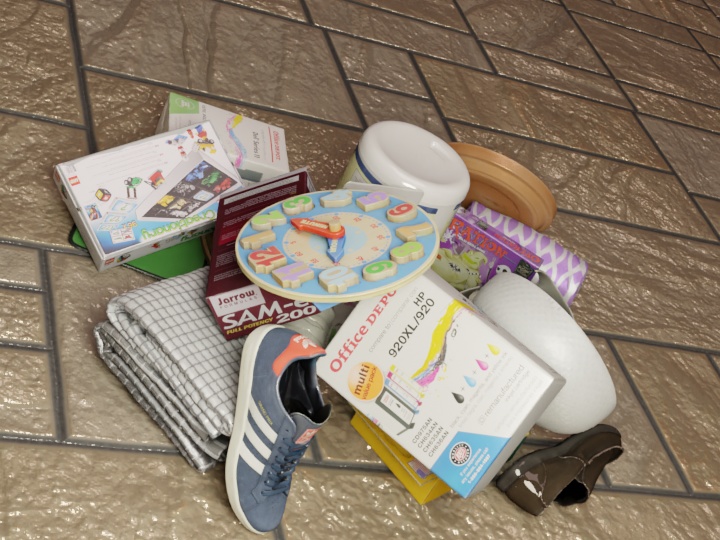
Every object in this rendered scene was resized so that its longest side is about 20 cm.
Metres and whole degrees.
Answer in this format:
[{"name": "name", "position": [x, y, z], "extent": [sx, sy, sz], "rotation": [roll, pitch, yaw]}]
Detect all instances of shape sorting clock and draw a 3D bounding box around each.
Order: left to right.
[{"name": "shape sorting clock", "position": [-0.022, -0.030, 1.184], "extent": [0.197, 0.040, 0.201], "rotation": [-5, 35, 3]}]

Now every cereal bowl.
[{"name": "cereal bowl", "position": [0.186, 0.105, 1.369], "extent": [0.083, 0.201, 0.200], "rotation": [-37, 66, -15]}]

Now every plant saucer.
[{"name": "plant saucer", "position": [0.174, -0.106, 1.703], "extent": [0.199, 0.200, 0.033], "rotation": [28, 71, -1]}]

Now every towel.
[{"name": "towel", "position": [-0.156, 0.099, 1.259], "extent": [0.200, 0.086, 0.165], "rotation": [46, 29, 16]}]

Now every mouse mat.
[{"name": "mouse mat", "position": [-0.252, -0.060, 1.465], "extent": [0.159, 0.008, 0.201], "rotation": [22, 33, -12]}]

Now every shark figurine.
[{"name": "shark figurine", "position": [0.158, 0.060, 1.531], "extent": [0.128, 0.212, 0.091], "rotation": [4, 73, -78]}]

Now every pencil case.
[{"name": "pencil case", "position": [0.218, -0.019, 1.697], "extent": [0.199, 0.085, 0.085], "rotation": [31, -5, -2]}]

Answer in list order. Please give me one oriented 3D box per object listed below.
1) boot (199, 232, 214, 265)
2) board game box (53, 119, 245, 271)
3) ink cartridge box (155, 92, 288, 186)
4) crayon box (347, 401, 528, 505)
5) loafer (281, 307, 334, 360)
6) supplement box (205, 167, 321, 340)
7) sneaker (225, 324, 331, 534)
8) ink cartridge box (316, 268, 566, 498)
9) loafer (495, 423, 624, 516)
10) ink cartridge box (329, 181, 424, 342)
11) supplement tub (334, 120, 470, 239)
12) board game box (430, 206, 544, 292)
[{"name": "boot", "position": [-0.128, -0.012, 1.433], "extent": [0.073, 0.076, 0.201], "rotation": [-1, 43, -34]}, {"name": "board game box", "position": [-0.235, -0.090, 1.412], "extent": [0.198, 0.035, 0.127], "rotation": [-21, 73, -29]}, {"name": "ink cartridge box", "position": [-0.159, -0.145, 1.570], "extent": [0.198, 0.068, 0.118], "rotation": [16, 31, -19]}, {"name": "crayon box", "position": [0.079, 0.178, 1.359], "extent": [0.199, 0.052, 0.126], "rotation": [-14, 53, -47]}, {"name": "loafer", "position": [-0.063, 0.055, 1.268], "extent": [0.069, 0.070, 0.201], "rotation": [29, 29, -16]}, {"name": "supplement box", "position": [-0.097, -0.021, 1.293], "extent": [0.108, 0.061, 0.201], "rotation": [-17, 32, 10]}, {"name": "sneaker", "position": [-0.070, 0.155, 1.144], "extent": [0.084, 0.203, 0.075], "rotation": [12, 15, 35]}, {"name": "ink cartridge box", "position": [0.081, 0.104, 1.236], "extent": [0.199, 0.148, 0.145], "rotation": [38, 5, 15]}, {"name": "loafer", "position": [0.235, 0.234, 1.396], "extent": [0.199, 0.073, 0.072], "rotation": [-14, 62, -40]}, {"name": "ink cartridge box", "position": [0.000, 0.000, 1.397], "extent": [0.116, 0.201, 0.068], "rotation": [4, 40, -32]}, {"name": "supplement tub", "position": [0.031, -0.064, 1.504], "extent": [0.144, 0.201, 0.146], "rotation": [19, 35, -14]}, {"name": "board game box", "position": [0.124, -0.021, 1.591], "extent": [0.199, 0.121, 0.032], "rotation": [33, 33, 6]}]
